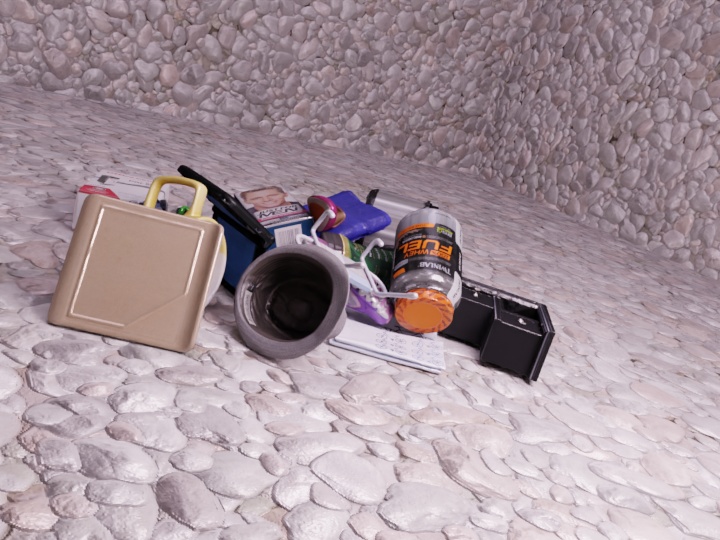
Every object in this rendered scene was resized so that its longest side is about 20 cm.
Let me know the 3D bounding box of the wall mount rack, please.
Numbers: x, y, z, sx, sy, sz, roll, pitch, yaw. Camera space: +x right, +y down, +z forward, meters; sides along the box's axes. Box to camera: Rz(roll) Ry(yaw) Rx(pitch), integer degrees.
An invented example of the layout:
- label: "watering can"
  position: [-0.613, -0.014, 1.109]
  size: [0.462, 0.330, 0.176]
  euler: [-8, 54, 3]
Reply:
- label: "wall mount rack"
  position: [-0.001, -0.010, 1.159]
  size: [0.200, 0.075, 0.174]
  euler: [28, 22, -36]

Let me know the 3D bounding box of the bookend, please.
- label: "bookend"
  position: [0.224, 0.091, 1.297]
  size: [0.199, 0.092, 0.199]
  euler: [19, 13, 7]

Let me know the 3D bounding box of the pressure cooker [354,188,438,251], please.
- label: "pressure cooker"
  position: [0.096, -0.079, 1.632]
  size: [0.199, 0.179, 0.176]
  euler: [15, 13, 3]

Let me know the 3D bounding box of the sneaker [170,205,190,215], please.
- label: "sneaker"
  position: [-0.334, -0.087, 1.426]
  size: [0.078, 0.085, 0.200]
  euler: [8, 16, -24]

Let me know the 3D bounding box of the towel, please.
- label: "towel"
  position: [-0.056, -0.093, 1.490]
  size: [0.200, 0.050, 0.148]
  euler: [-23, 42, -36]

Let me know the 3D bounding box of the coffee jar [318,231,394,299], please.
- label: "coffee jar"
  position: [0.000, 0.000, 1.362]
  size: [0.199, 0.104, 0.085]
  euler: [16, 28, -24]

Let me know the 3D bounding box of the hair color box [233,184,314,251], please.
- label: "hair color box"
  position: [-0.162, -0.096, 1.364]
  size: [0.100, 0.061, 0.200]
  euler: [-13, 27, -19]

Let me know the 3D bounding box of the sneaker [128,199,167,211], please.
- label: "sneaker"
  position: [-0.333, -0.058, 1.280]
  size: [0.199, 0.109, 0.070]
  euler: [21, 17, 19]

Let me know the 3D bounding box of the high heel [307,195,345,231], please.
- label: "high heel"
  position: [-0.050, -0.109, 1.338]
  size: [0.096, 0.068, 0.200]
  euler: [-16, 5, -17]

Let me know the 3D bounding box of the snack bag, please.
- label: "snack bag"
  position: [0.049, 0.106, 1.237]
  size: [0.188, 0.021, 0.200]
  euler: [15, 15, 1]

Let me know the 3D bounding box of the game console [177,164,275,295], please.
- label: "game console"
  position: [-0.239, -0.059, 1.223]
  size: [0.200, 0.116, 0.176]
  euler: [32, -10, 47]

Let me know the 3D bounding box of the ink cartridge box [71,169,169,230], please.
- label: "ink cartridge box"
  position: [-0.462, -0.127, 1.445]
  size: [0.146, 0.083, 0.200]
  euler: [11, 17, -11]

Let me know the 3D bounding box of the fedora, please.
- label: "fedora"
  position: [-0.089, 0.054, 1.094]
  size: [0.199, 0.177, 0.090]
  euler: [11, -17, 29]

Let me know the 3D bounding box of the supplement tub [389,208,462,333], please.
- label: "supplement tub"
  position: [0.114, 0.000, 1.274]
  size: [0.122, 0.123, 0.200]
  euler: [13, 49, -7]

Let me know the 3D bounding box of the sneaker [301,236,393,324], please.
- label: "sneaker"
  position: [-0.036, 0.032, 1.258]
  size: [0.200, 0.089, 0.080]
  euler: [38, 15, 5]

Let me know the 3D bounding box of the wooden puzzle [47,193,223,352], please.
- label: "wooden puzzle"
  position: [-0.303, 0.004, 1.009]
  size: [0.199, 0.186, 0.037]
  euler: [13, -16, -3]

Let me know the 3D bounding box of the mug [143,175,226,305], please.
- label: "mug"
  position: [-0.303, -0.035, 1.145]
  size: [0.153, 0.150, 0.187]
  euler: [12, 55, 22]
